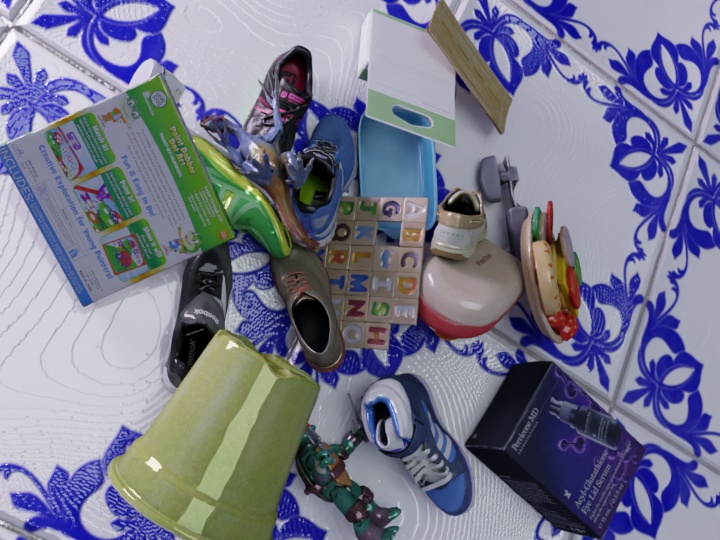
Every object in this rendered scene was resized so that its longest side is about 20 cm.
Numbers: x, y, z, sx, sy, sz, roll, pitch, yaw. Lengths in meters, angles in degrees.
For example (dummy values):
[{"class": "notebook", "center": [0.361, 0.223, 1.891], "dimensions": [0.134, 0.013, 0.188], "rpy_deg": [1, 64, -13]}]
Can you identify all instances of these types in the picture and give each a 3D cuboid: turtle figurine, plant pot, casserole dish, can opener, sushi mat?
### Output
[{"class": "turtle figurine", "center": [-0.028, 0.243, 0.935], "dimensions": [0.201, 0.100, 0.150], "rpy_deg": [55, 26, -1]}, {"class": "plant pot", "center": [-0.140, 0.175, 0.820], "dimensions": [0.198, 0.200, 0.186], "rpy_deg": [29, 85, -14]}, {"class": "casserole dish", "center": [0.048, -0.138, 1.070], "dimensions": [0.119, 0.039, 0.204], "rpy_deg": [2, 80, -22]}, {"class": "can opener", "center": [0.218, -0.073, 1.130], "dimensions": [0.066, 0.053, 0.204], "rpy_deg": [-7, 81, 10]}, {"class": "sushi mat", "center": [0.164, -0.303, 1.121], "dimensions": [0.200, 0.012, 0.096], "rpy_deg": [48, 44, -24]}]

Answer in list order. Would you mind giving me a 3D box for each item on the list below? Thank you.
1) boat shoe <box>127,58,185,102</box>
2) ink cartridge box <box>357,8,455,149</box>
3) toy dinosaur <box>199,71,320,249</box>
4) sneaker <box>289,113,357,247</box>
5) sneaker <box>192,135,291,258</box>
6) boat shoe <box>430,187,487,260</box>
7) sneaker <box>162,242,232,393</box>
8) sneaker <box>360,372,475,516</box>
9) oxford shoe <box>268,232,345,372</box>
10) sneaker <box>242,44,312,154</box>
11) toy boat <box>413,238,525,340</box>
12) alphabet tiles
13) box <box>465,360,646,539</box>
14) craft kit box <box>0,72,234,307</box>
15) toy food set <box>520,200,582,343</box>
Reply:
[{"class": "boat shoe", "center": [-0.272, -0.153, 0.926], "dimensions": [0.069, 0.070, 0.203], "rpy_deg": [29, 76, -40]}, {"class": "ink cartridge box", "center": [0.067, -0.264, 1.073], "dimensions": [0.143, 0.048, 0.203], "rpy_deg": [15, 61, -20]}, {"class": "toy dinosaur", "center": [-0.136, -0.133, 0.916], "dimensions": [0.103, 0.181, 0.204], "rpy_deg": [-12, 107, -24]}, {"class": "sneaker", "center": [-0.046, -0.132, 0.981], "dimensions": [0.077, 0.090, 0.203], "rpy_deg": [8, 57, 1]}, {"class": "sneaker", "center": [-0.164, -0.080, 0.951], "dimensions": [0.200, 0.074, 0.084], "rpy_deg": [43, 88, 10]}, {"class": "boat shoe", "center": [0.141, -0.076, 1.023], "dimensions": [0.073, 0.200, 0.067], "rpy_deg": [12, 114, 7]}, {"class": "sneaker", "center": [-0.188, 0.048, 0.907], "dimensions": [0.065, 0.090, 0.204], "rpy_deg": [15, 74, -18]}, {"class": "sneaker", "center": [0.064, 0.230, 0.946], "dimensions": [0.146, 0.080, 0.203], "rpy_deg": [-6, 71, -62]}, {"class": "oxford shoe", "center": [-0.068, 0.025, 0.950], "dimensions": [0.070, 0.075, 0.202], "rpy_deg": [-24, 71, -4]}, {"class": "sneaker", "center": [-0.108, -0.209, 0.994], "dimensions": [0.076, 0.084, 0.204], "rpy_deg": [15, 74, -18]}, {"class": "toy boat", "center": [0.138, 0.040, 1.031], "dimensions": [0.130, 0.132, 0.199], "rpy_deg": [33, 29, 16]}, {"class": "alphabet tiles", "center": [0.000, 0.000, 0.984], "dimensions": [0.164, 0.008, 0.204], "rpy_deg": [2, 76, 19]}, {"class": "box", "center": [0.271, 0.247, 1.050], "dimensions": [0.199, 0.104, 0.149], "rpy_deg": [41, 68, -11]}, {"class": "craft kit box", "center": [-0.271, -0.090, 0.858], "dimensions": [0.195, 0.049, 0.203], "rpy_deg": [-23, 109, -1]}, {"class": "toy food set", "center": [0.274, 0.002, 1.076], "dimensions": [0.201, 0.048, 0.200], "rpy_deg": [54, 35, -40]}]
